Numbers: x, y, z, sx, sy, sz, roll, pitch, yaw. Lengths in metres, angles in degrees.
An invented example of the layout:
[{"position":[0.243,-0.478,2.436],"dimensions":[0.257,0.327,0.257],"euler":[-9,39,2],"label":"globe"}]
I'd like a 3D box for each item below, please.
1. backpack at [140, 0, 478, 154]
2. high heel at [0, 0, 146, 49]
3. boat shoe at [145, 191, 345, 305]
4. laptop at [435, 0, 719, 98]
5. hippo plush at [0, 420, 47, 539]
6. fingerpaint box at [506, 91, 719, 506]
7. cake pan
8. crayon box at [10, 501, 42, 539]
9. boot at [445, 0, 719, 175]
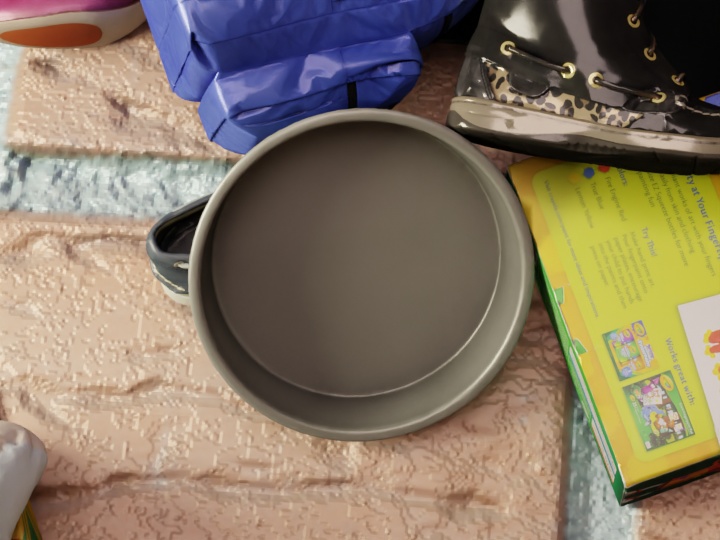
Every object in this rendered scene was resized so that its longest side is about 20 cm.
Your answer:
[{"position":[-0.022,-0.169,1.194],"dimensions":[0.199,0.162,0.169],"euler":[-20,94,-12],"label":"backpack"},{"position":[-0.153,-0.201,1.281],"dimensions":[0.198,0.067,0.097],"euler":[-10,79,-14],"label":"high heel"},{"position":[-0.033,-0.034,1.212],"dimensions":[0.198,0.062,0.075],"euler":[-11,68,1],"label":"boat shoe"},{"position":[0.162,-0.196,1.279],"dimensions":[0.199,0.116,0.188],"euler":[9,68,39],"label":"laptop"},{"position":[-0.260,0.141,1.066],"dimensions":[0.158,0.161,0.202],"euler":[-1,70,5],"label":"hippo plush"},{"position":[0.194,0.013,1.164],"dimensions":[0.166,0.073,0.201],"euler":[-20,73,-1],"label":"fingerpaint box"},{"position":[0.000,0.000,1.156],"dimensions":[0.198,0.037,0.202],"euler":[-2,110,-4],"label":"cake pan"},{"position":[-0.250,0.172,1.168],"dimensions":[0.126,0.051,0.201],"euler":[-23,69,-2],"label":"crayon box"},{"position":[0.154,-0.135,1.124],"dimensions":[0.198,0.073,0.152],"euler":[7,85,11],"label":"boot"}]
